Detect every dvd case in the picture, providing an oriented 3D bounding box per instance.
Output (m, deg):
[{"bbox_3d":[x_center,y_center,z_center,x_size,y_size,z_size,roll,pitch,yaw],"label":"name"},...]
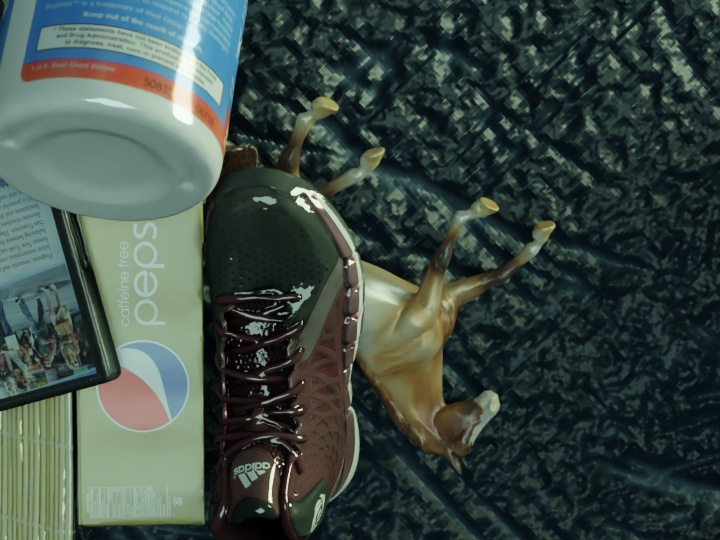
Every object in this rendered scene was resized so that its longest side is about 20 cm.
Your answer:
[{"bbox_3d":[-0.203,-0.027,1.329,0.142,0.018,0.200,-15,90,22],"label":"dvd case"}]

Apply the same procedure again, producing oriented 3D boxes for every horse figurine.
[{"bbox_3d":[0.000,0.000,1.364,0.200,0.050,0.133,27,111,-15],"label":"horse figurine"}]

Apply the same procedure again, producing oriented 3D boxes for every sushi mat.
[{"bbox_3d":[-0.177,0.040,1.353,0.096,0.012,0.200,5,98,35],"label":"sushi mat"}]

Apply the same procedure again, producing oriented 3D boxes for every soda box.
[{"bbox_3d":[-0.109,0.023,1.355,0.064,0.068,0.200,0,97,-4],"label":"soda box"}]

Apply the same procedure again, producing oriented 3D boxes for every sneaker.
[{"bbox_3d":[-0.040,0.059,1.305,0.076,0.116,0.200,0,125,14],"label":"sneaker"}]

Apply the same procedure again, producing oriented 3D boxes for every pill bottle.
[{"bbox_3d":[-0.106,-0.134,1.281,0.112,0.112,0.200,10,63,-5],"label":"pill bottle"}]
